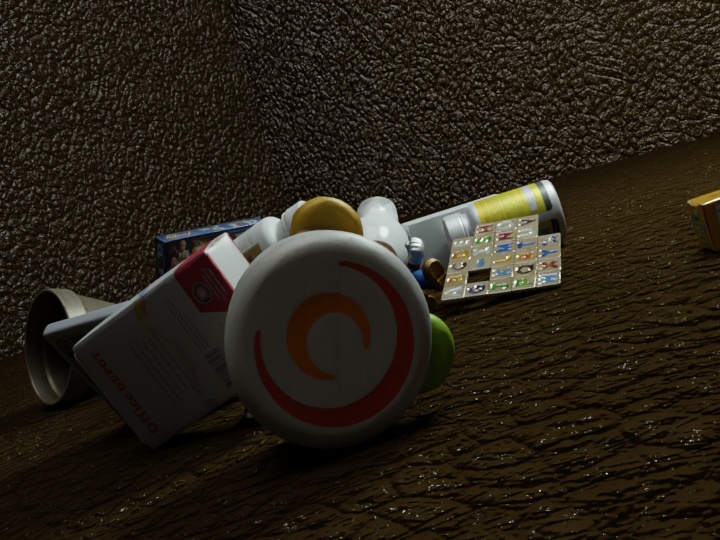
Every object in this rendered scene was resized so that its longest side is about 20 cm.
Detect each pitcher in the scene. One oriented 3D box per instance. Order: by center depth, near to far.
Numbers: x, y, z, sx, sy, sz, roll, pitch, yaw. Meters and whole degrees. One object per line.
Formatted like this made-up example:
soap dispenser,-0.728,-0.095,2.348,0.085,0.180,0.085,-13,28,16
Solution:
pitcher,0.034,-0.026,1.560,0.119,0.174,0.200,-8,20,5

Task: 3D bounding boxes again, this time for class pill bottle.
pill bottle,-0.148,-0.019,1.369,0.199,0.115,0.114,-34,1,17
pill bottle,0.250,-0.076,1.490,0.197,0.116,0.114,-17,6,2

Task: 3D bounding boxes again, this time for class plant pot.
plant pot,-0.479,0.133,1.515,0.172,0.204,0.198,1,-9,-45

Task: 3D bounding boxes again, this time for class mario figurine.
mario figurine,0.042,0.018,1.301,0.122,0.108,0.199,-22,9,-28

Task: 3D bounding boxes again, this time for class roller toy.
roller toy,-0.034,0.055,0.769,0.182,0.201,0.140,-38,7,-4

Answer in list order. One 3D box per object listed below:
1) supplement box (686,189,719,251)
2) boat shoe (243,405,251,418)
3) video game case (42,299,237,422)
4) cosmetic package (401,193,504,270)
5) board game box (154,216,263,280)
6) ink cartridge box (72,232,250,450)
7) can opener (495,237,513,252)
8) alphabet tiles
supplement box,0.511,-0.084,1.037,0.197,0.070,0.067,-15,5,8
boat shoe,-0.090,0.115,0.990,0.072,0.063,0.200,-12,9,19
video game case,-0.263,0.111,1.059,0.197,0.183,0.022,-15,39,19
cosmetic package,0.185,-0.063,1.584,0.197,0.115,0.081,-20,6,-7
board game box,-0.250,-0.007,1.445,0.198,0.138,0.034,-15,26,-36
ink cartridge box,-0.190,0.078,0.934,0.199,0.149,0.086,-32,11,18
can opener,0.230,-0.019,1.343,0.052,0.067,0.200,-27,-3,13
alphabet tiles,0.207,-0.023,1.225,0.165,0.008,0.201,-10,30,19
